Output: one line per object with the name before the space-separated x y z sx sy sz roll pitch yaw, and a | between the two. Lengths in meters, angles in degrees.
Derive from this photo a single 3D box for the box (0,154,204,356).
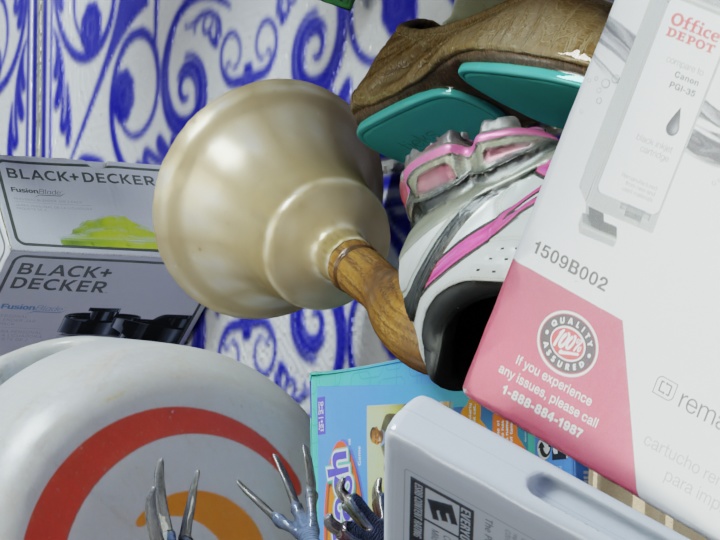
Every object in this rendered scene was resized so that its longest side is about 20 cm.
box | -0.155 0.033 1.444 0.200 0.116 0.060 -58 40 40

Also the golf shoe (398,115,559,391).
golf shoe | 0.093 -0.019 1.014 0.200 0.072 0.092 -25 56 44

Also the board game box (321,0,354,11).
board game box | -0.014 -0.203 1.225 0.024 0.104 0.200 -92 24 -49

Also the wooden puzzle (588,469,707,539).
wooden puzzle | 0.148 0.094 0.969 0.200 0.037 0.186 -4 82 55

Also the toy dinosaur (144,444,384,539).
toy dinosaur | -0.043 0.137 1.101 0.181 0.105 0.201 -36 49 35

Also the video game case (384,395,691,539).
video game case | 0.085 0.146 0.922 0.182 0.023 0.200 28 143 23

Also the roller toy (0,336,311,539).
roller toy | -0.103 0.121 1.274 0.140 0.199 0.183 2 79 62

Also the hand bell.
hand bell | 0.000 0.000 1.163 0.200 0.104 0.105 -142 60 -61

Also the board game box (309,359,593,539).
board game box | 0.046 0.106 1.143 0.200 0.045 0.153 -12 78 60

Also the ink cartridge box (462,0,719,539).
ink cartridge box | 0.136 -0.024 0.886 0.146 0.083 0.201 30 105 36

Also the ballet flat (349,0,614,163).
ballet flat | 0.062 -0.085 1.131 0.200 0.068 0.073 -10 58 64
